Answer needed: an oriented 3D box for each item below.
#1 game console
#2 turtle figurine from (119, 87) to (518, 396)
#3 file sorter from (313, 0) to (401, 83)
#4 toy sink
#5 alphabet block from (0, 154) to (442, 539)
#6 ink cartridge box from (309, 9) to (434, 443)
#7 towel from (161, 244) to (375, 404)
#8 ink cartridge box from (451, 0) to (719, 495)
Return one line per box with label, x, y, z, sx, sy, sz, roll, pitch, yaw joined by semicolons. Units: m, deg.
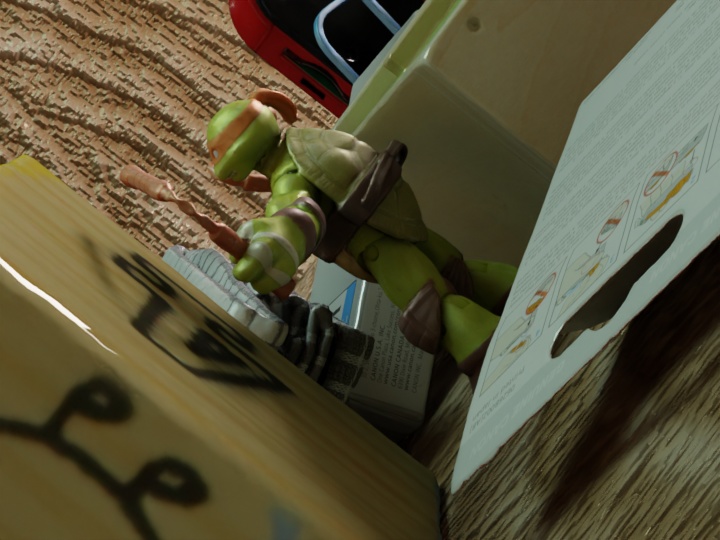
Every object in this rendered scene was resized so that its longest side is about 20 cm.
game console;0.038;-0.141;1.238;0.177;0.200;0.031;-55;6;-38
turtle figurine;0.002;-0.018;0.805;0.064;0.161;0.200;-51;3;11
file sorter;0.086;-0.160;1.119;0.123;0.139;0.200;-39;-7;-43
toy sink;0.067;-0.072;0.896;0.131;0.112;0.200;-53;4;-19
alphabet block;-0.105;0.101;0.726;0.196;0.200;0.196;-53;4;5
ink cartridge box;0.000;0.000;1.061;0.176;0.045;0.201;134;150;-63
towel;-0.069;0.080;0.949;0.166;0.085;0.200;-63;16;-1
ink cartridge box;0.107;-0.032;0.640;0.162;0.050;0.200;-49;13;41
